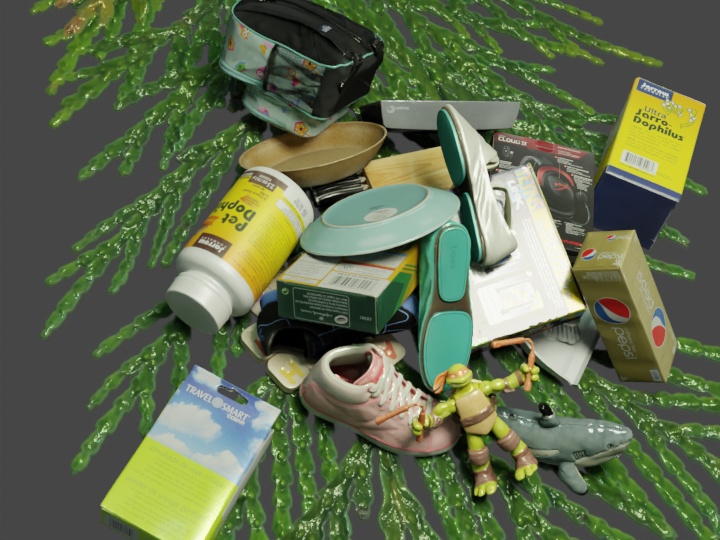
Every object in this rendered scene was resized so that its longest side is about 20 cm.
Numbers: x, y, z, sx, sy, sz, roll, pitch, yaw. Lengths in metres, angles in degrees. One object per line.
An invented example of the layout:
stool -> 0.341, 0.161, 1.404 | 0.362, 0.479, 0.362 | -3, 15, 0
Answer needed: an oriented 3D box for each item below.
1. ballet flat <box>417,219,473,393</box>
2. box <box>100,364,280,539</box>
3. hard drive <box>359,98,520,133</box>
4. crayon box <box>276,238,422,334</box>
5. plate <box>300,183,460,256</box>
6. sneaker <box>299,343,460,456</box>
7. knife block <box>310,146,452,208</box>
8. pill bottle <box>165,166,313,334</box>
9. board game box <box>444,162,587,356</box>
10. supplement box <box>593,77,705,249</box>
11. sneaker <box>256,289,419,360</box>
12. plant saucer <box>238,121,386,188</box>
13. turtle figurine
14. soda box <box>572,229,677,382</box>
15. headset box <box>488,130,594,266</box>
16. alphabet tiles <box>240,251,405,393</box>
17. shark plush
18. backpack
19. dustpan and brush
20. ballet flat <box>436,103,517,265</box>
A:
ballet flat -> 0.097, 0.040, 1.382 | 0.066, 0.070, 0.203 | 1, 98, -14
box -> -0.184, 0.215, 1.292 | 0.121, 0.048, 0.201 | 26, 54, 6
hard drive -> 0.107, -0.212, 1.615 | 0.197, 0.135, 0.043 | -1, 94, -14
crayon box -> 0.000, 0.000, 1.380 | 0.124, 0.052, 0.200 | 9, 29, 21
plate -> 0.021, -0.068, 1.397 | 0.197, 0.026, 0.201 | -13, 20, 5
sneaker -> 0.032, 0.147, 1.348 | 0.198, 0.105, 0.076 | 20, 53, -5
knife block -> 0.031, -0.113, 1.559 | 0.174, 0.064, 0.201 | 25, 55, 4
pill bottle -> -0.149, -0.023, 1.423 | 0.108, 0.110, 0.201 | 29, 61, 9
board game box -> 0.167, -0.012, 1.454 | 0.163, 0.057, 0.202 | -17, 75, -6
supplement box -> 0.395, -0.151, 1.638 | 0.108, 0.109, 0.201 | 22, 54, 5
sneaker -> -0.025, 0.069, 1.400 | 0.197, 0.071, 0.079 | -1, 50, -2
plant saucer -> -0.059, -0.147, 1.533 | 0.197, 0.036, 0.201 | -10, 21, 4
turtle figurine -> 0.125, 0.171, 1.334 | 0.198, 0.064, 0.163 | -27, 103, -5
soda box -> 0.325, 0.046, 1.431 | 0.063, 0.201, 0.068 | -1, 44, 34
headset box -> 0.236, -0.093, 1.584 | 0.146, 0.075, 0.202 | 12, 54, -4
alphabet tiles -> -0.047, 0.065, 1.449 | 0.199, 0.015, 0.196 | -33, 68, -30
shark plush -> 0.216, 0.176, 1.384 | 0.198, 0.084, 0.091 | 28, 54, 8
backpack -> -0.090, -0.285, 1.591 | 0.199, 0.154, 0.176 | 33, 36, 9
dustpan and brush -> 0.213, 0.040, 1.491 | 0.198, 0.058, 0.140 | 25, 59, 12
ballet flat -> 0.144, -0.106, 1.423 | 0.068, 0.069, 0.203 | -11, 81, -19
